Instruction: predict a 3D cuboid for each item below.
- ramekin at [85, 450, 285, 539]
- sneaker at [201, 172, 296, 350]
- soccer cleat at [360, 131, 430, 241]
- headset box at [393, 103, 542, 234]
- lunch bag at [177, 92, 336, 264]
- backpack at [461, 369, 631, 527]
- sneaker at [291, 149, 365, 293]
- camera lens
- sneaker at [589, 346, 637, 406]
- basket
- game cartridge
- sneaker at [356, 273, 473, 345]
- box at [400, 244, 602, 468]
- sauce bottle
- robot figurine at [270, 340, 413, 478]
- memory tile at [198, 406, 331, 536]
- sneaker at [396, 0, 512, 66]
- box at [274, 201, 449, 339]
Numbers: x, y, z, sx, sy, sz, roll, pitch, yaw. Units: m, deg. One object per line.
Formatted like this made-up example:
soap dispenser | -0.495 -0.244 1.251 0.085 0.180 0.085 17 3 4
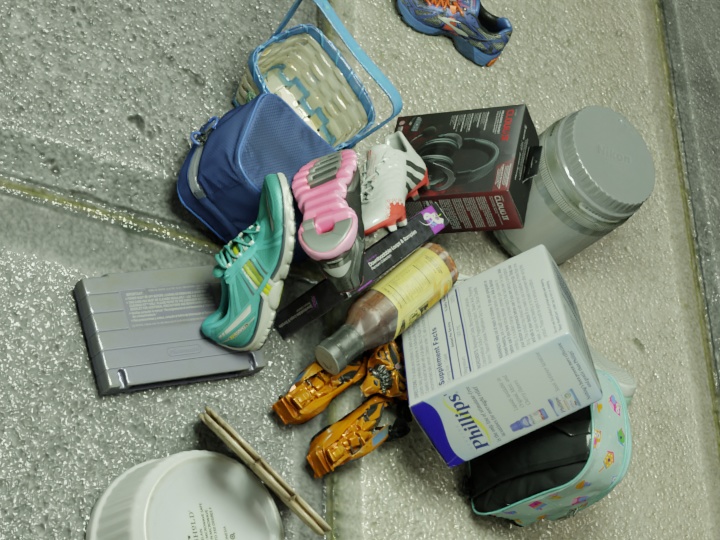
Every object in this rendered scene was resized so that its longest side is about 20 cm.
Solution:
ramekin | -0.165 0.274 1.377 0.200 0.094 0.205 18 56 -29
sneaker | -0.117 -0.008 1.481 0.079 0.203 0.078 12 14 -16
soccer cleat | 0.026 -0.100 1.615 0.086 0.068 0.200 63 29 -14
headset box | 0.134 -0.127 1.748 0.078 0.197 0.150 60 36 -44
lunch bag | -0.117 -0.098 1.589 0.200 0.131 0.137 43 47 -26
backpack | 0.230 0.202 1.638 0.152 0.199 0.178 19 55 -33
sneaker | -0.025 -0.052 1.504 0.201 0.078 0.096 -88 157 -51
camera lens | 0.273 -0.108 1.841 0.158 0.200 0.162 17 57 -28
sneaker | 0.255 0.143 1.779 0.073 0.119 0.200 1 29 -43
basket | -0.051 -0.216 1.657 0.177 0.200 0.139 52 47 1
game cartridge | -0.207 0.061 1.506 0.198 0.038 0.131 -5 65 -38
sneaker | 0.089 0.042 1.701 0.197 0.076 0.088 6 34 -9
box | 0.156 0.096 1.579 0.105 0.198 0.185 57 15 -29
sauce bottle | 0.029 0.046 1.582 0.199 0.066 0.066 -39 91 -27
robot figurine | -0.005 0.146 1.590 0.199 0.058 0.146 -34 90 -43
memory tile | -0.102 0.203 1.411 0.017 0.200 0.153 -45 100 -9
sneaker | 0.134 -0.370 1.965 0.198 0.078 0.076 23 53 -25
box | 0.000 0.000 1.616 0.036 0.143 0.200 54 47 -2
